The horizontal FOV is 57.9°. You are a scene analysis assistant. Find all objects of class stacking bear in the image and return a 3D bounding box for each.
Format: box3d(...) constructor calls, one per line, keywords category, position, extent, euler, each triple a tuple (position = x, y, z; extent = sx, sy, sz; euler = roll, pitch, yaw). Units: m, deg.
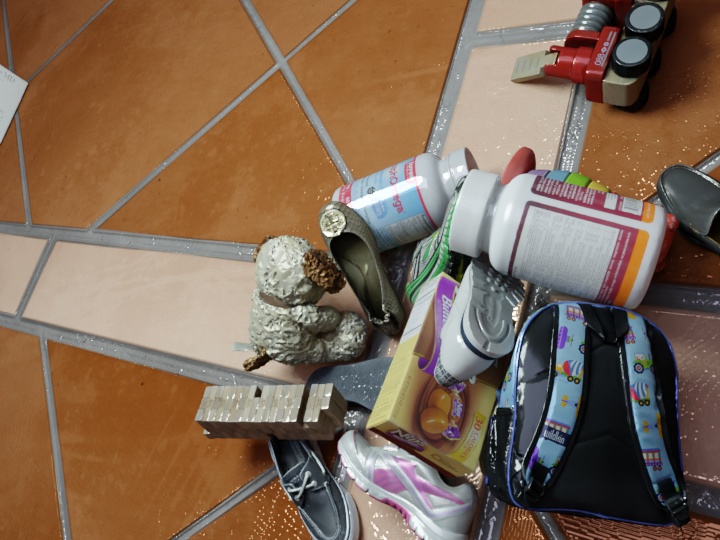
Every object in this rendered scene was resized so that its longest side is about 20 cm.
box3d(category="stacking bear", position=(0.264, -0.059, 0.769), extent=(0.199, 0.114, 0.122), euler=(19, 121, 25))

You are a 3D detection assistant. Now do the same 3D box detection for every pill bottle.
box3d(category="pill bottle", position=(0.068, -0.097, 0.908), extent=(0.199, 0.109, 0.109), euler=(-19, 58, 23))
box3d(category="pill bottle", position=(0.201, -0.038, 0.679), extent=(0.199, 0.110, 0.110), euler=(17, 76, 17))

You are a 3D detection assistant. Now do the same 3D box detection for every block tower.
box3d(category="block tower", position=(-0.121, 0.185, 0.851), extent=(0.198, 0.058, 0.054), euler=(-7, 48, 22))

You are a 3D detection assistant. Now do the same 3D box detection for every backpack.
box3d(category="backpack", position=(0.219, 0.139, 0.651), extent=(0.181, 0.135, 0.202), euler=(7, 74, -2))

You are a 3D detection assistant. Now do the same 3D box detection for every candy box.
box3d(category="candy box", position=(0.098, 0.116, 0.744), extent=(0.056, 0.116, 0.201), euler=(-41, 19, 56))

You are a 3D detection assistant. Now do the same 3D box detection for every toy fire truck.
box3d(category="toy fire truck", position=(0.303, -0.312, 0.874), extent=(0.199, 0.129, 0.177), euler=(19, 78, 27))

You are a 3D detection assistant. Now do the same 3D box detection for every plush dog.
box3d(category="plush dog", position=(-0.099, 0.036, 0.884), extent=(0.199, 0.160, 0.173), euler=(18, 114, 38))

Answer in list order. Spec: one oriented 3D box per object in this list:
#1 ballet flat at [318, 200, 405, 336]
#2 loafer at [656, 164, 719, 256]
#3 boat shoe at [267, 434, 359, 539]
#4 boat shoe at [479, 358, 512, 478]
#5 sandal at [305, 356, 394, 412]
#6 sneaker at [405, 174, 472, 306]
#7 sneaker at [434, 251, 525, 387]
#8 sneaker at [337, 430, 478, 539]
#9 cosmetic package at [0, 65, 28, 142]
box3d(category="ballet flat", position=(0.000, 0.000, 0.874), extent=(0.067, 0.046, 0.201), euler=(-24, 95, 27))
box3d(category="loafer", position=(0.396, -0.054, 0.704), extent=(0.073, 0.072, 0.201), euler=(-39, 52, 11))
box3d(category="boat shoe", position=(-0.070, 0.271, 0.841), extent=(0.072, 0.068, 0.201), euler=(-38, 53, 10))
box3d(category="boat shoe", position=(0.189, 0.147, 0.751), extent=(0.073, 0.063, 0.202), euler=(20, 83, 0))
box3d(category="sandal", position=(0.012, 0.157, 0.870), extent=(0.199, 0.043, 0.077), euler=(-4, 58, 41))
box3d(category="sneaker", position=(0.105, -0.031, 0.838), extent=(0.085, 0.078, 0.201), euler=(40, 118, 42))
box3d(category="sneaker", position=(0.127, 0.046, 0.719), extent=(0.076, 0.200, 0.081), euler=(37, 124, 2))
box3d(category="sneaker", position=(0.060, 0.244, 0.773), extent=(0.199, 0.081, 0.089), euler=(31, 84, 30))
box3d(category="cosmetic package", position=(-1.045, -0.459, 1.746), extent=(0.165, 0.167, 0.201), euler=(3, 70, 34))
